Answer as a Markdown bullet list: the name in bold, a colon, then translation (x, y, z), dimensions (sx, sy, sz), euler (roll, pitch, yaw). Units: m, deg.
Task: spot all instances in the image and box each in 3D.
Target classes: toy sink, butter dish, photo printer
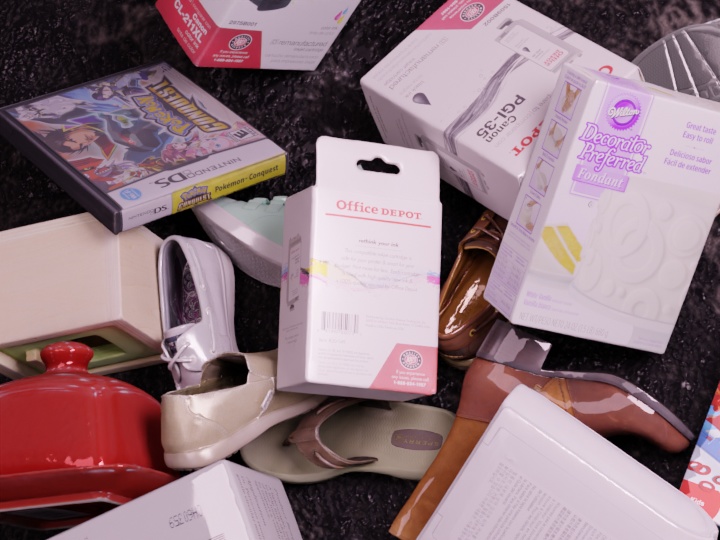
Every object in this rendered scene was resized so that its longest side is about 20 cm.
- **toy sink**: translation (-0.271, 0.034, 1.792), dimensions (0.200, 0.130, 0.112), euler (-11, 68, 17)
- **butter dish**: translation (-0.243, 0.132, 1.699), dimensions (0.199, 0.200, 0.148), euler (-9, 75, 18)
- **photo printer**: translation (0.159, 0.206, 1.548), dimensions (0.200, 0.069, 0.167), euler (34, 113, 11)

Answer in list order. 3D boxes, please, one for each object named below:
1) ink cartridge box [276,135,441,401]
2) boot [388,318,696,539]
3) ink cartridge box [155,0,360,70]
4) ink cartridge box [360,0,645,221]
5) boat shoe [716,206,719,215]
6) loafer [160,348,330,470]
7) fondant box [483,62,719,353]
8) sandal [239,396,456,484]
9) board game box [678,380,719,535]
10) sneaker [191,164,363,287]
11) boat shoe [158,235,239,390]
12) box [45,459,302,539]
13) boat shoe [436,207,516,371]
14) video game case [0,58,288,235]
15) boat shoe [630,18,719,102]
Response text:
- **ink cartridge box**: translation (0.000, 0.000, 1.655), dimensions (0.067, 0.116, 0.201), euler (160, 115, -64)
- **boot**: translation (0.144, 0.165, 1.615), dimensions (0.188, 0.068, 0.200), euler (25, 91, 5)
- **ink cartridge box**: translation (-0.062, -0.272, 1.761), dimensions (0.200, 0.146, 0.083), euler (-53, 56, 35)
- **ink cartridge box**: translation (0.122, -0.136, 1.685), dimensions (0.146, 0.083, 0.200), euler (-43, 49, -15)
- **boat shoe**: translation (0.328, -0.105, 1.638), dimensions (0.200, 0.072, 0.065), euler (-36, 68, 13)
- **loafer**: translation (-0.088, 0.093, 1.676), dimensions (0.076, 0.200, 0.068), euler (-1, 114, 42)
- **fondant box**: translation (0.197, -0.046, 1.587), dimensions (0.058, 0.144, 0.200), euler (43, 119, 62)
- **sandal**: translation (-0.008, 0.133, 1.692), dimensions (0.200, 0.057, 0.080), euler (-2, 71, 21)
- **board game box**: translation (0.364, 0.127, 1.546), dimensions (0.200, 0.056, 0.196), euler (17, 79, 26)
- **sneaker**: translation (-0.050, -0.046, 1.772), dimensions (0.200, 0.074, 0.118), euler (26, 67, 36)
- **boat shoe**: translation (-0.141, 0.062, 1.745), dimensions (0.072, 0.068, 0.200), euler (-17, 64, 35)
- **box**: translation (-0.138, 0.284, 1.641), dimensions (0.200, 0.131, 0.199), euler (-26, 69, 12)
- **boat shoe**: translation (0.119, -0.013, 1.687), dimensions (0.072, 0.068, 0.200), euler (27, 83, 27)
- **video game case**: translation (-0.192, -0.113, 1.791), dimensions (0.180, 0.026, 0.200), euler (-22, 43, -32)
- **boat shoe**: translation (0.315, -0.178, 1.677), dimensions (0.202, 0.065, 0.075), euler (-24, 84, 19)
